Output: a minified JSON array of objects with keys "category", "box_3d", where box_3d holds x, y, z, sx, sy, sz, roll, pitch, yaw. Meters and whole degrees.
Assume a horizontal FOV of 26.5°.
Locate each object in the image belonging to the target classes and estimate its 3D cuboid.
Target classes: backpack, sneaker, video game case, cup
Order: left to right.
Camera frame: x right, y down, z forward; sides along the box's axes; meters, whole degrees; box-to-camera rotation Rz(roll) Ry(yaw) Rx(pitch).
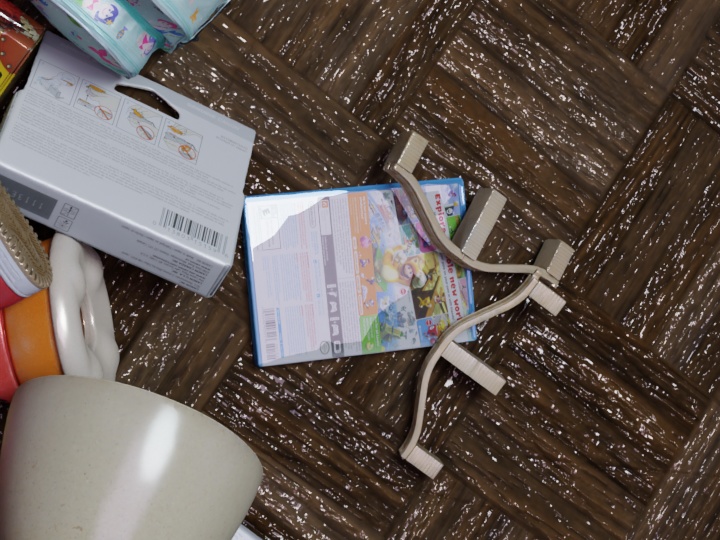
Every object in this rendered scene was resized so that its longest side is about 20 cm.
[{"category":"sneaker","box_3d":[-0.318,-0.050,1.094,0.112,0.071,0.201,-27,102,13]},{"category":"cup","box_3d":[-0.185,0.188,1.125,0.199,0.200,0.144,25,59,-16]},{"category":"backpack","box_3d":[-0.182,-0.241,1.161,0.177,0.200,0.151,41,80,-14]},{"category":"video game case","box_3d":[0.000,0.000,1.314,0.198,0.018,0.145,-6,92,-17]}]

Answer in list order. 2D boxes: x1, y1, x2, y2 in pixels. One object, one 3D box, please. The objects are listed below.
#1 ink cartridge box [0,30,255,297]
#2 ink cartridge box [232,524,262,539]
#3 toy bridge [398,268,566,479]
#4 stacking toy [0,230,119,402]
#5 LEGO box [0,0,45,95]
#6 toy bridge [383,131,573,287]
[{"category":"ink cartridge box","box_3d":[-0.187,-0.087,1.214,0.199,0.174,0.044,25,128,-16]},{"category":"ink cartridge box","box_3d":[-0.132,0.311,1.267,0.197,0.047,0.201,39,81,-15]},{"category":"toy bridge","box_3d":[0.094,0.080,1.316,0.067,0.027,0.201,35,95,-9]},{"category":"stacking toy","box_3d":[-0.297,0.052,1.189,0.198,0.146,0.148,-9,94,3]},{"category":"LEGO box","box_3d":[-0.355,-0.139,1.139,0.149,0.077,0.200,36,103,-14]},{"category":"toy bridge","box_3d":[0.099,-0.037,1.313,0.199,0.027,0.068,34,76,-25]}]
